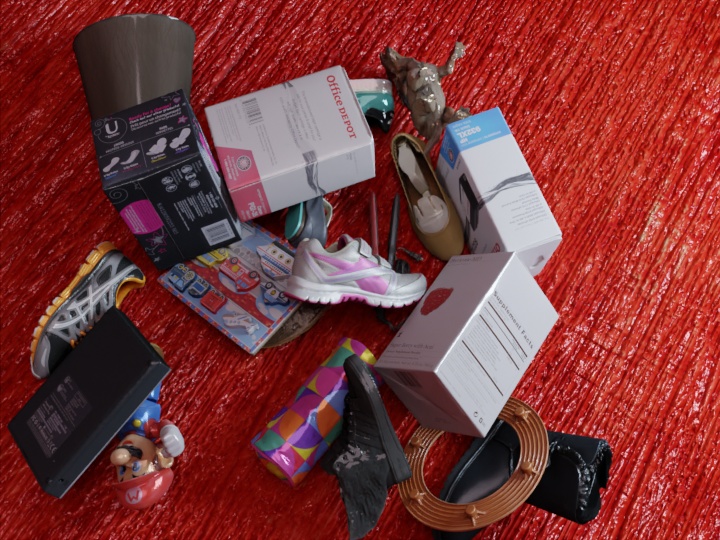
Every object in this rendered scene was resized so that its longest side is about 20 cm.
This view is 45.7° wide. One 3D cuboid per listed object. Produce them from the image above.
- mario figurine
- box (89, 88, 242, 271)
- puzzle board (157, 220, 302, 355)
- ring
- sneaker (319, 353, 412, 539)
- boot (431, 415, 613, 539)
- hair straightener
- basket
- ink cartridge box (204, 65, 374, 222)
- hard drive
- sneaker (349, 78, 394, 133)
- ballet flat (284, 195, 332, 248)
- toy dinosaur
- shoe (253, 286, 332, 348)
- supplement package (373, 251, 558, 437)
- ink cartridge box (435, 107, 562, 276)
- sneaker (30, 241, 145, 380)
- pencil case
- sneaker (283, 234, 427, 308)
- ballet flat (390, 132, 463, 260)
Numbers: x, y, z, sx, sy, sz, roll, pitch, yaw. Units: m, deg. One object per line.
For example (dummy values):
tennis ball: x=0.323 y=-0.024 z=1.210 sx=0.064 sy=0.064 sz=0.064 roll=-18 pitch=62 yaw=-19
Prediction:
mario figurine: x=-0.281 y=0.190 z=1.049 sx=0.105 sy=0.123 sz=0.203 roll=5 pitch=60 yaw=-29
box: x=-0.247 y=-0.114 z=1.110 sx=0.130 sy=0.201 sz=0.116 roll=-20 pitch=60 yaw=-3
puzzle board: x=-0.161 y=0.007 z=1.146 sx=0.199 sy=0.017 sz=0.151 roll=32 pitch=70 yaw=30
ring: x=0.132 y=0.226 z=1.044 sx=0.198 sy=0.019 sz=0.202 roll=-21 pitch=35 yaw=15
sneaker: x=-0.007 y=0.212 z=1.033 sx=0.103 sy=0.060 sz=0.202 roll=-24 pitch=96 yaw=-7
boot: x=0.196 y=0.269 z=1.027 sx=0.167 sy=0.077 sz=0.201 roll=12 pitch=56 yaw=44
hair straightener: x=0.051 y=-0.014 z=1.189 sx=0.076 sy=0.041 sz=0.203 roll=0 pitch=69 yaw=-3
basket: x=-0.311 y=-0.236 z=1.210 sx=0.177 sy=0.136 sz=0.203 roll=-10 pitch=73 yaw=0
ink cartridge box: x=-0.092 y=-0.170 z=1.145 sx=0.197 sy=0.083 sz=0.148 roll=-18 pitch=61 yaw=-5
hard drive: x=-0.336 y=0.156 z=1.050 sx=0.201 sy=0.033 sz=0.139 roll=-49 pitch=49 yaw=-4
sneaker: x=-0.048 y=-0.229 z=1.251 sx=0.197 sy=0.071 sz=0.081 roll=-5 pitch=84 yaw=5
ballet flat: x=-0.071 y=-0.109 z=1.207 sx=0.072 sy=0.074 sz=0.202 roll=0 pitch=53 yaw=-4
toy dinosaur: x=0.093 y=-0.245 z=1.244 sx=0.085 sy=0.135 sz=0.203 roll=0 pitch=73 yaw=-22
shoe: x=-0.073 y=0.039 z=1.159 sx=0.199 sy=0.053 sz=0.070 roll=-35 pitch=91 yaw=-7
supplement package: x=0.135 y=0.088 z=1.078 sx=0.120 sy=0.120 sz=0.201 roll=51 pitch=60 yaw=-23
ink cartridge box: x=0.183 y=-0.093 z=1.172 sx=0.083 sy=0.145 sz=0.202 roll=-19 pitch=71 yaw=-10
sneaker: x=-0.359 y=0.058 z=1.120 sx=0.077 sy=0.078 sz=0.202 roll=30 pitch=71 yaw=-1
pencil case: x=-0.051 y=0.177 z=1.090 sx=0.088 sy=0.089 sz=0.200 roll=39 pitch=69 yaw=12
sneaker: x=0.000 y=0.000 z=1.096 sx=0.197 sy=0.081 sz=0.090 roll=4 pitch=90 yaw=-28
ballet flat: x=0.087 y=-0.107 z=1.213 sx=0.068 sy=0.063 sz=0.202 roll=-28 pitch=68 yaw=16
